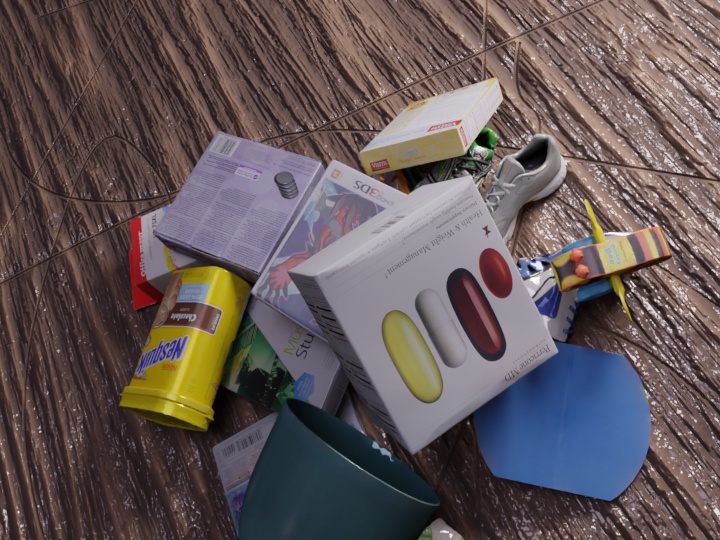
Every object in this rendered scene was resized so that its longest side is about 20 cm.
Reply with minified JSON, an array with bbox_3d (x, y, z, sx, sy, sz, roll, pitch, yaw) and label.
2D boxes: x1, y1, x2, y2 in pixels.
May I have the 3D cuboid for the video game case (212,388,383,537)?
[{"bbox_3d":[-0.075,0.259,0.953,0.197,0.024,0.184,-29,59,4],"label":"video game case"}]

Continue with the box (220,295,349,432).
[{"bbox_3d":[-0.092,0.110,0.992,0.198,0.036,0.147,13,75,41],"label":"box"}]

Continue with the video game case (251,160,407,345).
[{"bbox_3d":[-0.017,-0.017,0.923,0.180,0.023,0.202,28,83,30],"label":"video game case"}]

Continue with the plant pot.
[{"bbox_3d":[-0.038,0.262,0.817,0.199,0.200,0.163,30,87,29],"label":"plant pot"}]

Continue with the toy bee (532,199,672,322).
[{"bbox_3d":[0.253,0.002,0.827,0.199,0.109,0.132,-39,80,-4],"label":"toy bee"}]

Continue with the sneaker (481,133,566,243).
[{"bbox_3d":[0.183,-0.100,0.990,0.200,0.092,0.075,-47,60,-5],"label":"sneaker"}]

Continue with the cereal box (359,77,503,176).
[{"bbox_3d":[0.099,-0.193,1.019,0.141,0.040,0.200,-9,26,31],"label":"cereal box"}]

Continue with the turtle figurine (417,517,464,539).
[{"bbox_3d":[0.123,0.359,0.760,0.192,0.144,0.201,26,72,33],"label":"turtle figurine"}]

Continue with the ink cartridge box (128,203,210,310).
[{"bbox_3d":[-0.275,-0.033,1.143,0.197,0.067,0.118,-22,59,9],"label":"ink cartridge box"}]

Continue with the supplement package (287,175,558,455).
[{"bbox_3d":[0.061,0.041,0.799,0.189,0.147,0.202,-32,100,-12],"label":"supplement package"}]

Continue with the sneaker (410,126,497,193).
[{"bbox_3d":[0.123,-0.122,0.979,0.077,0.085,0.202,32,46,-6],"label":"sneaker"}]

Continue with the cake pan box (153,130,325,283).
[{"bbox_3d":[-0.168,-0.091,1.067,0.197,0.053,0.186,18,67,23],"label":"cake pan box"}]

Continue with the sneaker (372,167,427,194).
[{"bbox_3d":[0.083,-0.067,1.021,0.078,0.076,0.203,-49,51,46],"label":"sneaker"}]

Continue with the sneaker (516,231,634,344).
[{"bbox_3d":[0.245,0.035,0.918,0.195,0.081,0.117,-17,75,4],"label":"sneaker"}]

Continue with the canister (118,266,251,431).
[{"bbox_3d":[-0.234,0.103,1.032,0.147,0.086,0.204,-6,61,46],"label":"canister"}]

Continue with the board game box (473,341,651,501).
[{"bbox_3d":[0.226,0.165,0.869,0.196,0.039,0.161,10,79,4],"label":"board game box"}]
